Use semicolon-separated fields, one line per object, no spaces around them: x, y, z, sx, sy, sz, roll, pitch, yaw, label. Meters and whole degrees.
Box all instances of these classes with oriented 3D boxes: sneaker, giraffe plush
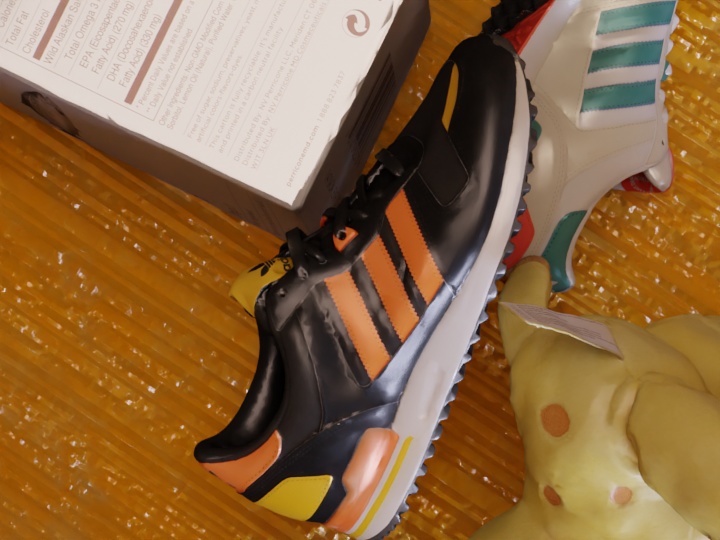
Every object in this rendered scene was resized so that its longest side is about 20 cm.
0.100;-0.082;1.049;0.093;0.070;0.200;38;74;-19;sneaker
0.000;0.000;0.948;0.089;0.070;0.202;17;97;-14;sneaker
0.101;0.109;0.973;0.199;0.173;0.163;20;107;-22;giraffe plush

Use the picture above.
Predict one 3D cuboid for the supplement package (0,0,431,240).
-0.084;-0.107;1.027;0.199;0.117;0.118;26;85;7;supplement package
